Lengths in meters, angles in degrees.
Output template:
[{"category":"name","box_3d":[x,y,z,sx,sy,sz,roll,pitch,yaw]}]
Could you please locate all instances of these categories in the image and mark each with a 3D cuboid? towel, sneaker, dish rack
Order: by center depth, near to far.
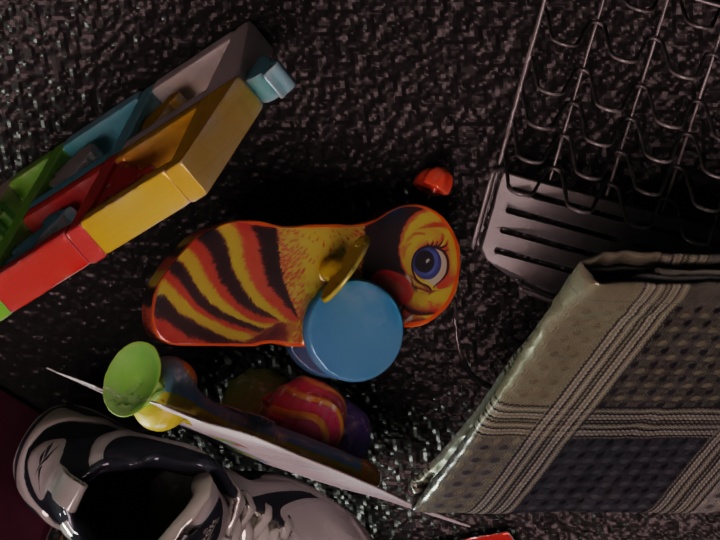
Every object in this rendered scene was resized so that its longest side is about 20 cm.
[{"category":"dish rack","box_3d":[0.134,-0.062,1.163,0.152,0.055,0.201,15,115,1]},{"category":"towel","box_3d":[0.139,0.051,1.197,0.191,0.035,0.200,2,143,-27]},{"category":"sneaker","box_3d":[-0.072,0.132,1.277,0.198,0.130,0.080,30,92,-15]}]

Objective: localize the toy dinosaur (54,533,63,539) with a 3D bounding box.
[{"category":"toy dinosaur","box_3d":[-0.125,0.181,1.375,0.106,0.060,0.200,40,111,1]}]

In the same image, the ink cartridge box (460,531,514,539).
[{"category":"ink cartridge box","box_3d":[0.040,0.242,1.403,0.161,0.050,0.201,-13,122,20]}]

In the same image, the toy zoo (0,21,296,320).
[{"category":"toy zoo","box_3d":[-0.110,-0.045,1.200,0.199,0.132,0.020,-30,112,29]}]

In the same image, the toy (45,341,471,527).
[{"category":"toy","box_3d":[-0.041,0.070,1.250,0.115,0.048,0.199,14,175,43]}]

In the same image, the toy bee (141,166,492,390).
[{"category":"toy bee","box_3d":[0.000,0.000,1.229,0.199,0.110,0.131,14,175,-34]}]

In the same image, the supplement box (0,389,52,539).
[{"category":"supplement box","box_3d":[-0.243,0.166,1.371,0.103,0.131,0.200,32,123,-9]}]
